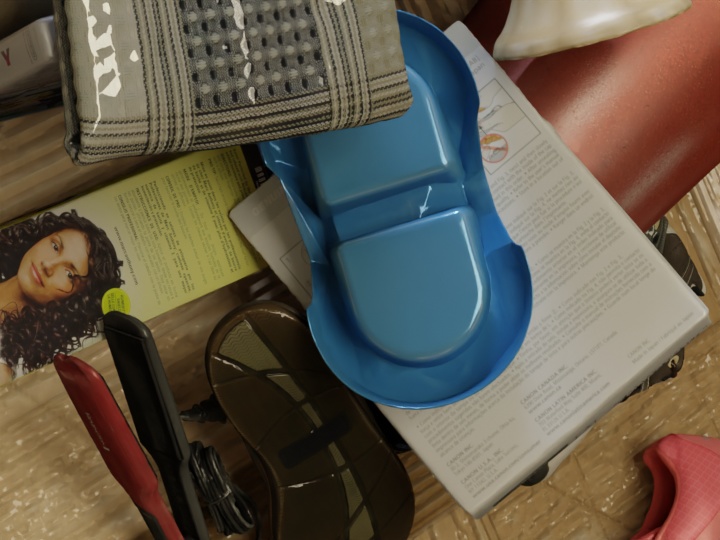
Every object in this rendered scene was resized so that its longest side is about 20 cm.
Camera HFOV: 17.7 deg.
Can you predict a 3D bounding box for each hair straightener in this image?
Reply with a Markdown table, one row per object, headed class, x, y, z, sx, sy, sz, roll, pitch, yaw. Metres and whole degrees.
| class | x | y | z | sx | sy | sz | roll | pitch | yaw |
| --- | --- | --- | --- | --- | --- | --- | --- | --- | --- |
| hair straightener | -0.082 | 0.099 | 1.167 | 0.077 | 0.041 | 0.201 | -43 | 124 | -29 |

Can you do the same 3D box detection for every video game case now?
| class | x | y | z | sx | sy | sz | roll | pitch | yaw |
| --- | --- | --- | --- | --- | --- | --- | --- | --- | --- |
| video game case | -0.112 | -0.108 | 1.116 | 0.199 | 0.182 | 0.023 | -19 | 91 | -37 |

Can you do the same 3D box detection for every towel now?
| class | x | y | z | sx | sy | sz | roll | pitch | yaw |
| --- | --- | --- | --- | --- | --- | --- | --- | --- | --- |
| towel | -0.057 | -0.156 | 1.022 | 0.192 | 0.034 | 0.201 | -10 | 96 | -38 |

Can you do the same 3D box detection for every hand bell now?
| class | x | y | z | sx | sy | sz | roll | pitch | yaw |
| --- | --- | --- | --- | --- | --- | --- | --- | --- | --- |
| hand bell | 0.092 | -0.215 | 1.152 | 0.104 | 0.104 | 0.201 | -23 | 103 | -36 |

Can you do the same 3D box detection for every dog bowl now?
| class | x | y | z | sx | sy | sz | roll | pitch | yaw |
| --- | --- | --- | --- | --- | --- | --- | --- | --- | --- |
| dog bowl | 0.018 | -0.029 | 1.151 | 0.111 | 0.050 | 0.201 | -16 | 83 | 3 |

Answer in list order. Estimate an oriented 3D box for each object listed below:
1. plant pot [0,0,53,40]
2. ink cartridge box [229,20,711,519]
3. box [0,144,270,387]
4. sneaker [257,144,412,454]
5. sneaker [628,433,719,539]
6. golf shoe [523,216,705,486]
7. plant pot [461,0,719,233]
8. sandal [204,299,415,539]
| class | x | y | z | sx | sy | sz | roll | pitch | yaw |
| --- | --- | --- | --- | --- | --- | --- | --- | --- | --- |
| plant pot | -0.183 | -0.179 | 1.086 | 0.134 | 0.200 | 0.201 | 32 | 63 | -50 |
| ink cartridge box | 0.057 | 0.000 | 1.193 | 0.162 | 0.057 | 0.200 | -40 | 78 | -1 |
| box | -0.130 | -0.005 | 1.169 | 0.200 | 0.050 | 0.076 | -26 | 99 | -37 |
| sneaker | 0.000 | 0.000 | 1.246 | 0.070 | 0.078 | 0.201 | -18 | 94 | -37 |
| sneaker | 0.191 | 0.191 | 1.373 | 0.086 | 0.074 | 0.201 | 15 | 70 | -20 |
| golf shoe | 0.148 | 0.053 | 1.347 | 0.094 | 0.078 | 0.200 | 42 | 62 | -24 |
| plant pot | 0.138 | -0.112 | 1.306 | 0.195 | 0.200 | 0.201 | -46 | 110 | -24 |
| sandal | -0.031 | 0.089 | 1.201 | 0.081 | 0.055 | 0.200 | -30 | 124 | -3 |
